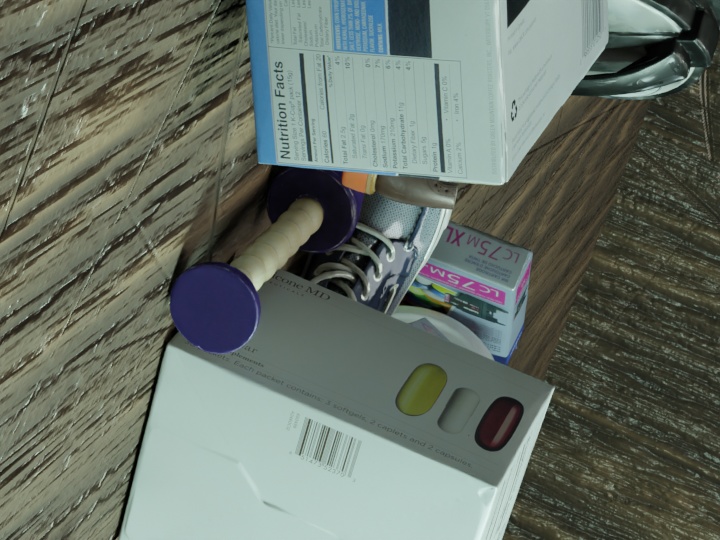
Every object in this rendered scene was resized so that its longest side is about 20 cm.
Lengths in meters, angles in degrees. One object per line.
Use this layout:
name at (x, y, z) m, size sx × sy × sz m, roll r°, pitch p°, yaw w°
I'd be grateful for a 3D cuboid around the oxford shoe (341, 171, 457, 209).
oxford shoe at (0.059, -0.108, 1.615) m, size 0.071 × 0.073 × 0.200 m, roll 99°, pitch 16°, yaw -55°

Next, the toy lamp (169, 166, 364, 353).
toy lamp at (-0.046, -0.017, 1.600) m, size 0.200 × 0.058 × 0.058 m, roll -49°, pitch 160°, yaw -63°

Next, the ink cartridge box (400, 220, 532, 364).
ink cartridge box at (0.060, 0.014, 2.079) m, size 0.200 × 0.119 × 0.042 m, roll 86°, pitch 27°, yaw -71°

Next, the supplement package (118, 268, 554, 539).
supplement package at (-0.015, 0.112, 1.627) m, size 0.111 × 0.200 × 0.156 m, roll -54°, pitch 164°, yaw -55°

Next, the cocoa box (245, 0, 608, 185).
cocoa box at (0.036, -0.143, 1.432) m, size 0.200 × 0.131 × 0.133 m, roll -52°, pitch 143°, yaw -58°

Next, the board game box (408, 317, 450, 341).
board game box at (-0.029, 0.119, 1.857) m, size 0.200 × 0.041 × 0.200 m, roll -46°, pitch 174°, yaw 9°

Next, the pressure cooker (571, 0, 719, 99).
pressure cooker at (0.166, -0.208, 1.937) m, size 0.176 × 0.179 × 0.200 m, roll -32°, pitch -142°, yaw 60°

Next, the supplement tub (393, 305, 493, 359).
supplement tub at (0.024, 0.132, 2.093) m, size 0.200 × 0.140 × 0.140 m, roll 100°, pitch 15°, yaw -54°

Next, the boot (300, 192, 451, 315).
boot at (0.000, 0.000, 1.839) m, size 0.090 × 0.073 × 0.200 m, roll -47°, pitch 160°, yaw -69°
